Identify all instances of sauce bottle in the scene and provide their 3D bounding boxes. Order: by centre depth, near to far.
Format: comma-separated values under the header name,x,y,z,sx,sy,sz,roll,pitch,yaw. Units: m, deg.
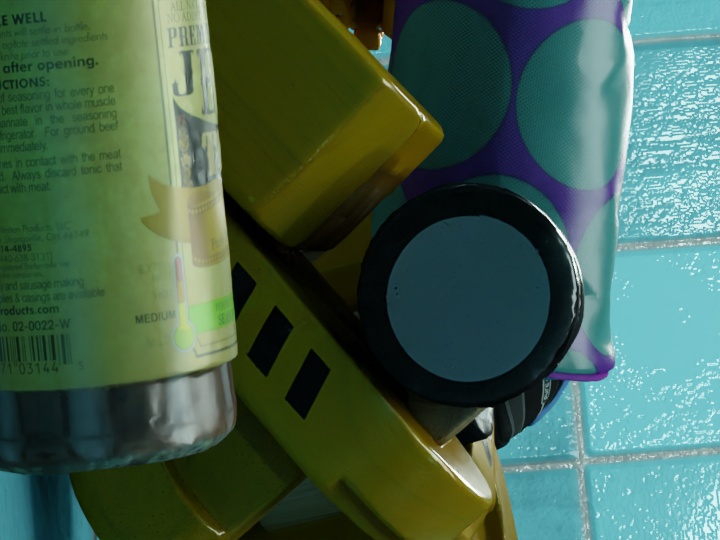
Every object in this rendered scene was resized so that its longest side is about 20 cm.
name,x,y,z,sx,sy,sz,roll,pitch,yaw
sauce bottle,-0.066,-0.056,0.649,0.065,0.064,0.201,-81,167,-82

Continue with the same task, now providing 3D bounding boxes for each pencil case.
name,x,y,z,sx,sy,sz,roll,pitch,yaw
pencil case,0.051,-0.068,0.887,0.092,0.085,0.201,4,93,-62

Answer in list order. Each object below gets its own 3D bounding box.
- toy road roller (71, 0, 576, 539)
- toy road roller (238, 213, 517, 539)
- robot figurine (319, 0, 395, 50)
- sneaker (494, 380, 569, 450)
name,x,y,z,sx,sy,sz,roll,pitch,yaw
toy road roller,-0.037,-0.005,0.780,0.200,0.146,0.123,49,3,4
toy road roller,-0.003,0.047,1.035,0.201,0.122,0.147,-87,159,-55
robot figurine,-0.009,-0.155,0.903,0.201,0.058,0.146,79,27,-50
sneaker,0.000,0.000,1.136,0.083,0.199,0.071,-57,-167,-21
